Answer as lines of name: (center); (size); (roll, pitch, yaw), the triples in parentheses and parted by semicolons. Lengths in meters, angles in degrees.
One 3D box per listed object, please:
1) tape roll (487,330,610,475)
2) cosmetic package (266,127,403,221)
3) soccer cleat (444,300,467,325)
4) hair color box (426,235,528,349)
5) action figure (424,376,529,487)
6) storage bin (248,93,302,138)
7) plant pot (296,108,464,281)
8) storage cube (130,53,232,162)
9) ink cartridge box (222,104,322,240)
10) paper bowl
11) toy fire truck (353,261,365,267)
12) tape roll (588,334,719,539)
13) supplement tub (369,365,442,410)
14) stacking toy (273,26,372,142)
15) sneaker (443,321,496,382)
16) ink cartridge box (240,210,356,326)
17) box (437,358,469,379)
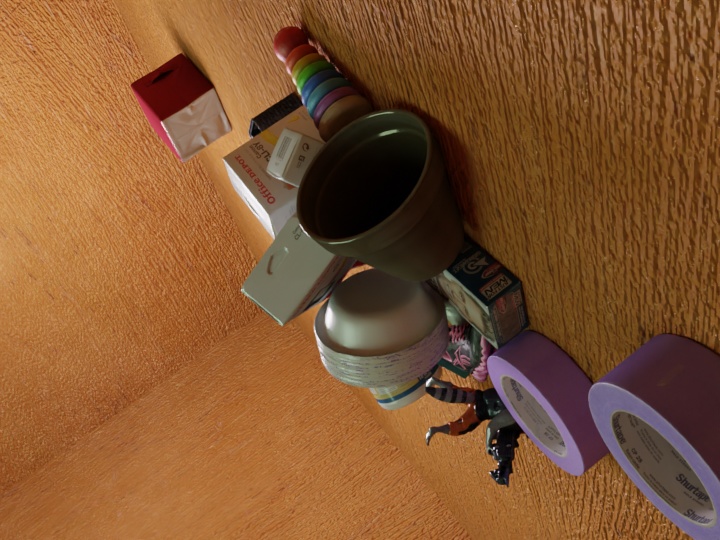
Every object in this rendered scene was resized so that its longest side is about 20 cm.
tape roll: (0.264, 0.183, 1.158); (0.200, 0.065, 0.200); (52, 168, 16)
cosmetic package: (-0.023, -0.130, 1.183); (0.199, 0.074, 0.102); (23, -174, -22)
soccer cleat: (0.103, 0.024, 1.339); (0.201, 0.077, 0.069); (54, 169, 6)
hair color box: (0.144, 0.008, 1.167); (0.200, 0.060, 0.100); (45, 165, 41)
action figure: (0.197, 0.232, 1.298); (0.200, 0.192, 0.105); (-82, -13, -56)
storage bin: (-0.113, -0.210, 1.545); (0.201, 0.094, 0.135); (55, 169, -2)
plant pot: (0.044, -0.076, 1.079); (0.174, 0.200, 0.200); (44, 179, -43)
storage cube: (-0.476, -0.434, 2.233); (0.180, 0.171, 0.200); (47, 165, 31)
ink cartridge box: (-0.093, -0.163, 1.312); (0.145, 0.199, 0.084); (49, 167, 27)
paper bowl: (0.029, 0.072, 1.238); (0.201, 0.200, 0.105); (41, 149, 51)
toy fire truck: (-0.057, -0.054, 1.492); (0.168, 0.199, 0.113); (150, 105, -78)
tape roll: (0.323, 0.168, 0.813); (0.200, 0.085, 0.200); (52, 169, 14)
supplement tub: (0.051, 0.150, 1.602); (0.201, 0.144, 0.145); (57, 169, -11)
stacking toy: (-0.067, -0.276, 1.207); (0.200, 0.085, 0.086); (55, 170, 26)
sneaker: (0.162, 0.110, 1.271); (0.095, 0.079, 0.200); (23, 158, 13)
ink cartridge box: (-0.068, -0.018, 1.206); (0.085, 0.148, 0.200); (39, -160, 6)
box: (0.123, 0.117, 1.406); (0.200, 0.049, 0.082); (32, -169, -50)
